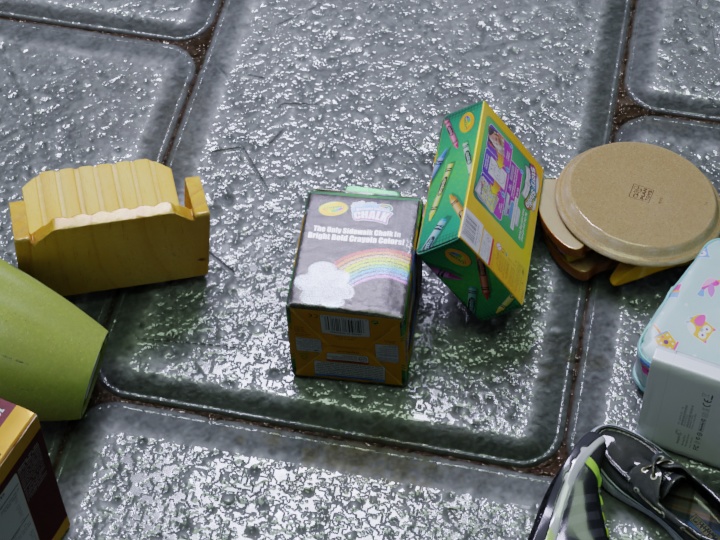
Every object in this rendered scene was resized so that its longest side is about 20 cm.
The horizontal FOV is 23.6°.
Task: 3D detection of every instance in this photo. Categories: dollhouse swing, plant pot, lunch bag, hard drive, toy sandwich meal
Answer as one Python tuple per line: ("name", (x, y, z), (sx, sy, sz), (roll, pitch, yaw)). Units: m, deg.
("dollhouse swing", (-0.272, -0.079, 1.829), (0.198, 0.182, 0.177), (-8, 62, -10))
("plant pot", (-0.360, 0.076, 1.721), (0.198, 0.188, 0.188), (18, 54, -3))
("lunch bag", (0.379, 0.074, 1.757), (0.160, 0.077, 0.200), (29, 59, 19))
("hard drive", (0.370, 0.150, 1.664), (0.199, 0.132, 0.027), (19, 51, 15))
("toy sandwich meal", (0.292, -0.057, 1.868), (0.203, 0.071, 0.206), (3, 47, -3))

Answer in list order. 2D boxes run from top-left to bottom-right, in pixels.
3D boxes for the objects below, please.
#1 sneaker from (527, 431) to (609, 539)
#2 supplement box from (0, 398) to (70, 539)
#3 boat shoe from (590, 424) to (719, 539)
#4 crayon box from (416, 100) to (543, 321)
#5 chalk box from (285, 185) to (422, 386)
("sneaker", (0.207, 0.251, 1.641), (0.082, 0.072, 0.201), (25, 62, 4))
("supplement box", (-0.399, 0.200, 1.596), (0.196, 0.201, 0.133), (21, 56, 16))
("boat shoe", (0.299, 0.211, 1.667), (0.068, 0.057, 0.200), (-36, 60, -23))
("crayon box", (0.128, -0.064, 1.807), (0.058, 0.119, 0.201), (-20, 40, 34))
("chalk box", (0.000, 0.000, 1.791), (0.124, 0.124, 0.201), (6, 52, 7))
